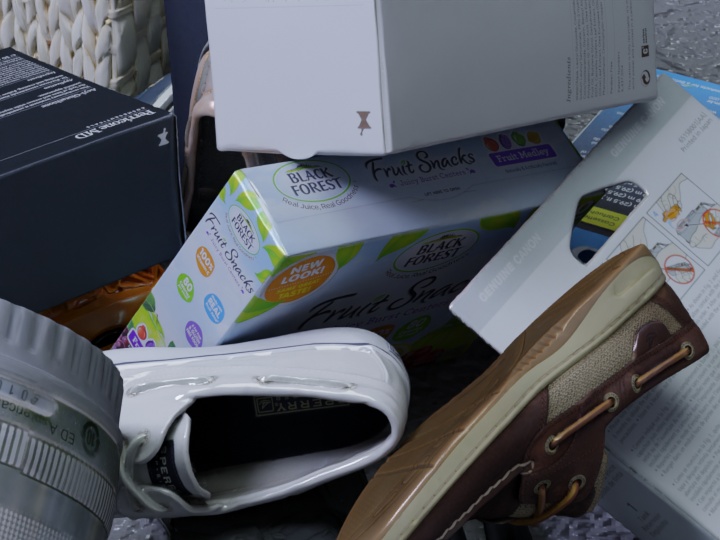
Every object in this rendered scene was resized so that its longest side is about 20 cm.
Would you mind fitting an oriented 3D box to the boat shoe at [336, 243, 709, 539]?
[{"bbox_3d":[0.073,0.073,0.914,0.200,0.072,0.072,-42,5,-32],"label":"boat shoe"}]

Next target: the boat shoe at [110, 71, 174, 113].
[{"bbox_3d":[-0.122,-0.058,1.191,0.062,0.075,0.200,28,73,41],"label":"boat shoe"}]

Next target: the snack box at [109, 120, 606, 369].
[{"bbox_3d":[0.000,0.000,1.034,0.200,0.142,0.053,-13,61,-40],"label":"snack box"}]

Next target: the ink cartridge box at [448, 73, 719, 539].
[{"bbox_3d":[0.152,0.025,1.028,0.174,0.044,0.200,40,54,7],"label":"ink cartridge box"}]

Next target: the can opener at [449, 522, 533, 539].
[{"bbox_3d":[0.055,0.139,0.941,0.063,0.079,0.200,-7,24,5],"label":"can opener"}]

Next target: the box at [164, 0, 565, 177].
[{"bbox_3d":[0.008,-0.101,1.176,0.117,0.197,0.200,23,41,33],"label":"box"}]

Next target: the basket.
[{"bbox_3d":[-0.140,-0.153,1.263,0.123,0.200,0.136,29,44,31],"label":"basket"}]

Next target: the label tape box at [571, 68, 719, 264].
[{"bbox_3d":[0.170,-0.021,1.172,0.143,0.066,0.200,18,44,26],"label":"label tape box"}]

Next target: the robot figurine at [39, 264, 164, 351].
[{"bbox_3d":[-0.174,0.050,1.080,0.200,0.058,0.145,-16,34,-21],"label":"robot figurine"}]

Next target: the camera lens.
[{"bbox_3d":[-0.181,0.119,0.836,0.160,0.160,0.200,7,68,12],"label":"camera lens"}]

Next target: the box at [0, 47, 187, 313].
[{"bbox_3d":[-0.202,-0.028,1.029,0.200,0.079,0.141,-24,30,-35],"label":"box"}]

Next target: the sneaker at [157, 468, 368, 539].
[{"bbox_3d":[-0.040,0.136,0.953,0.104,0.060,0.200,-10,34,-4],"label":"sneaker"}]

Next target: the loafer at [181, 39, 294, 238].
[{"bbox_3d":[-0.062,-0.027,1.072,0.072,0.200,0.063,15,45,13],"label":"loafer"}]

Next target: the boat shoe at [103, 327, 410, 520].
[{"bbox_3d":[-0.076,0.075,0.938,0.200,0.072,0.066,-7,19,2],"label":"boat shoe"}]

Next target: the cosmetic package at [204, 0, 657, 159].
[{"bbox_3d":[0.036,-0.104,1.008,0.108,0.085,0.200,5,12,41],"label":"cosmetic package"}]
